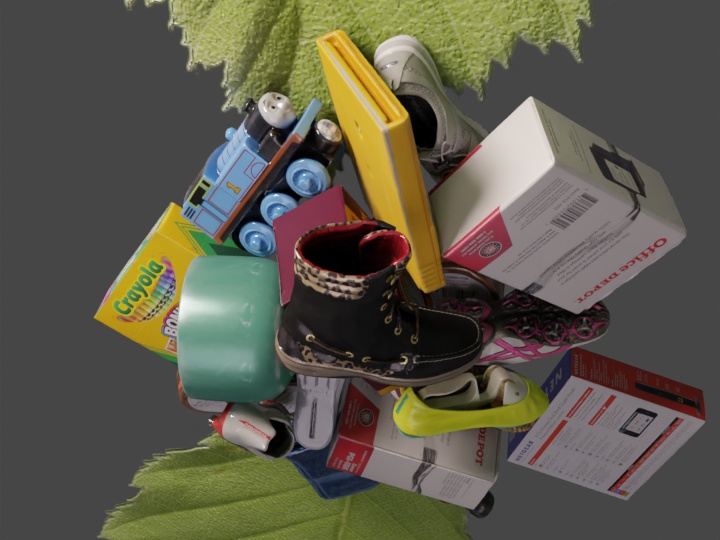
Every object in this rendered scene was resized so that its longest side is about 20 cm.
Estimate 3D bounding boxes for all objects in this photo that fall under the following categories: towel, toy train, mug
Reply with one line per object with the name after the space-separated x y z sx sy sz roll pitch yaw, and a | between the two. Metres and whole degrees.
-0.033 0.261 1.275 0.110 0.049 0.201 -16 142 7 | towel
-0.099 -0.098 0.945 0.113 0.087 0.200 34 133 -12 | toy train
-0.119 0.058 0.994 0.112 0.185 0.155 2 107 5 | mug

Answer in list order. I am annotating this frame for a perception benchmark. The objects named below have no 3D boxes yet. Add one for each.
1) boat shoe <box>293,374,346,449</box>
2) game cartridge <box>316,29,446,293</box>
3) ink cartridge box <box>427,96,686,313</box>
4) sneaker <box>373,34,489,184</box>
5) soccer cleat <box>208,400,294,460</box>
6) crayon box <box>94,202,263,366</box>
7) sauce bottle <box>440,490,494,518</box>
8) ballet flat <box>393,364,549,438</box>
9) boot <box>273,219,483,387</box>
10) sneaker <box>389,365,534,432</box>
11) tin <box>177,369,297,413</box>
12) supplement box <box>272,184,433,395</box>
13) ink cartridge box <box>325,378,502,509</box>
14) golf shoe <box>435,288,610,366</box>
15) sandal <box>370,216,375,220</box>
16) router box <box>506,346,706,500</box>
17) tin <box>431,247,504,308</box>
-0.045 0.113 1.100 0.071 0.062 0.204 13 110 2 | boat shoe
0.022 -0.098 0.857 0.032 0.177 0.202 -24 133 -5 | game cartridge
0.186 -0.053 0.871 0.198 0.086 0.145 20 134 -34 | ink cartridge box
0.069 -0.121 0.879 0.074 0.083 0.200 -22 125 31 | sneaker
-0.108 0.189 1.074 0.084 0.069 0.200 29 172 18 | soccer cleat
-0.206 0.034 1.119 0.171 0.059 0.200 31 133 -17 | crayon box
0.108 0.282 1.287 0.199 0.065 0.064 37 131 -25 | sauce bottle
0.129 0.137 1.005 0.196 0.067 0.068 -6 127 -23 | ballet flat
0.024 0.030 0.807 0.196 0.074 0.152 3 140 -5 | boot
0.121 0.140 1.095 0.197 0.076 0.090 18 175 -25 | sneaker
-0.135 0.147 1.165 0.197 0.043 0.112 8 151 -31 | tin
0.001 0.024 0.935 0.085 0.112 0.200 -25 137 18 | supplement box
0.070 0.192 1.145 0.196 0.148 0.084 17 138 -3 | ink cartridge box
0.175 0.063 1.006 0.196 0.074 0.092 -6 153 22 | golf shoe
0.000 0.000 1.044 0.075 0.046 0.199 39 130 -24 | sandal
0.304 0.198 1.163 0.176 0.049 0.201 19 135 -5 | router box
0.111 0.057 1.082 0.110 0.042 0.202 7 136 13 | tin
